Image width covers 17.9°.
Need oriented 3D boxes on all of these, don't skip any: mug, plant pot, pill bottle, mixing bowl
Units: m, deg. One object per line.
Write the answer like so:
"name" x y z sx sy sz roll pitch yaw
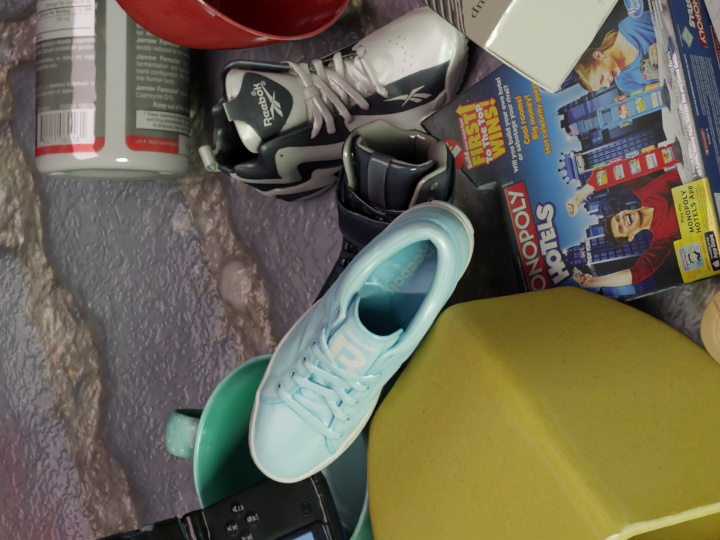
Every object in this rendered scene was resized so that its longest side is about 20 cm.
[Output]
"mug" -0.028 0.120 1.538 0.185 0.114 0.152 50 116 28
"plant pot" 0.116 0.121 1.360 0.200 0.194 0.196 56 133 27
"pill bottle" -0.180 -0.169 1.666 0.114 0.114 0.201 -2 87 37
"mixing bowl" -0.110 -0.230 1.576 0.108 0.200 0.201 -28 72 44

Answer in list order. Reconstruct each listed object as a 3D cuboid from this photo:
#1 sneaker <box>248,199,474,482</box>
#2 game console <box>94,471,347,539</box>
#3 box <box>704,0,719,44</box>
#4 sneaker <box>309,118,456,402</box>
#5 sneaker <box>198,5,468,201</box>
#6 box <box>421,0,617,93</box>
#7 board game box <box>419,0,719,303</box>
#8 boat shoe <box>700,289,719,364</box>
"sneaker" -0.008 0.043 1.352 0.074 0.082 0.200 33 99 6
"game console" -0.088 0.244 1.435 0.170 0.118 0.201 -28 75 38
"box" 0.255 -0.115 1.338 0.041 0.119 0.201 -17 76 -8
"sneaker" -0.001 -0.001 1.425 0.077 0.146 0.203 22 57 16
"sneaker" -0.029 -0.116 1.539 0.199 0.129 0.080 -28 73 33
"box" 0.076 -0.194 1.454 0.082 0.068 0.200 -57 36 8
"board game box" 0.141 -0.071 1.452 0.199 0.062 0.201 -17 79 37
"boat shoe" 0.293 0.067 1.328 0.200 0.069 0.074 35 103 11
